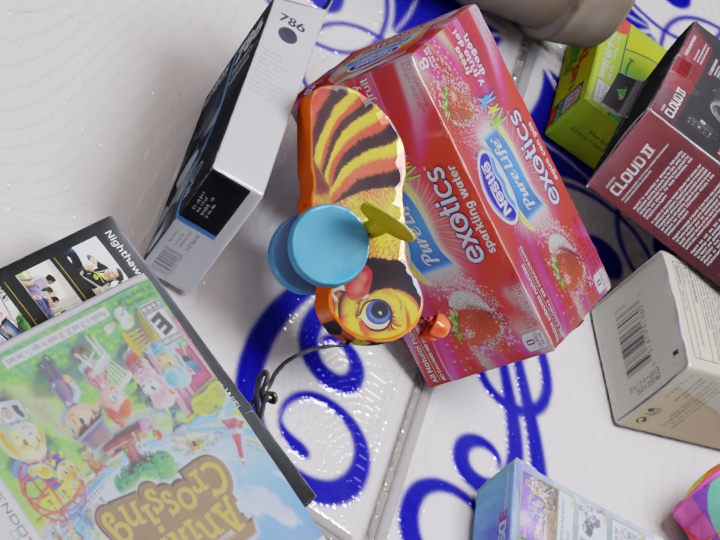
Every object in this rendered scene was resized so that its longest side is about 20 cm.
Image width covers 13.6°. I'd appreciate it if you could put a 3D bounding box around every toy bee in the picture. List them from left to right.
[{"bbox_3d":[0.000,0.000,1.744,0.108,0.201,0.131,12,13,-14],"label":"toy bee"}]

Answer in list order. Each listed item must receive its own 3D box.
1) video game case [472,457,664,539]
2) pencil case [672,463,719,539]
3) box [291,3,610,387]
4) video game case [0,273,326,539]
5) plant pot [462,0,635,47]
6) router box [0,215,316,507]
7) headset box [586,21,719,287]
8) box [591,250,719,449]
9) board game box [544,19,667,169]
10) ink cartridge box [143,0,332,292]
[{"bbox_3d":[0.143,0.234,1.765,0.181,0.045,0.201,30,43,-22],"label":"video game case"},{"bbox_3d":[0.279,0.204,1.881,0.088,0.088,0.201,-27,79,-49],"label":"pencil case"},{"bbox_3d":[0.055,-0.044,1.818,0.095,0.099,0.201,-42,109,-53],"label":"box"},{"bbox_3d":[-0.127,0.109,1.558,0.200,0.022,0.183,-28,81,-50],"label":"video game case"},{"bbox_3d":[0.086,-0.258,2.012,0.172,0.200,0.201,6,53,-18],"label":"plant pot"},{"bbox_3d":[-0.134,0.082,1.634,0.200,0.051,0.149,54,39,6],"label":"router box"},{"bbox_3d":[0.244,-0.063,1.962,0.199,0.077,0.149,36,32,-2],"label":"headset box"},{"bbox_3d":[0.257,0.063,1.974,0.199,0.078,0.095,16,49,-32],"label":"box"},{"bbox_3d":[0.226,-0.083,2.085,0.199,0.048,0.102,34,42,-16],"label":"board game box"},{"bbox_3d":[-0.070,-0.087,1.786,0.039,0.100,0.201,29,42,-10],"label":"ink cartridge box"}]
